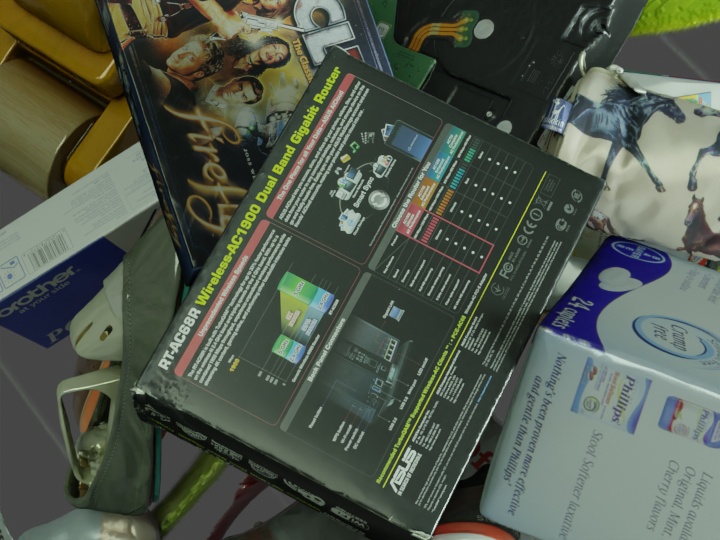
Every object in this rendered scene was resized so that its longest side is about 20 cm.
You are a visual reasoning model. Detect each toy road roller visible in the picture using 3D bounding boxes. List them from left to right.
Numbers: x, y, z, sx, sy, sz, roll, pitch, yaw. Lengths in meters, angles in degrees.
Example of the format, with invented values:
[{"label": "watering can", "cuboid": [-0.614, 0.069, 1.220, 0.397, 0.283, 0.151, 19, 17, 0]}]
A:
[{"label": "toy road roller", "cuboid": [-0.177, -0.151, 1.001, 0.123, 0.146, 0.200, 32, 86, 22]}]

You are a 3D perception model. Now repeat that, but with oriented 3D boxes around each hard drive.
[{"label": "hard drive", "cuboid": [0.058, -0.144, 0.962, 0.200, 0.038, 0.140, 27, 83, 37]}]

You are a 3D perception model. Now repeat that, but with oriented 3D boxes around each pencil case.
[{"label": "pencil case", "cuboid": [0.194, -0.049, 0.847, 0.199, 0.078, 0.090, 15, 112, 13]}]

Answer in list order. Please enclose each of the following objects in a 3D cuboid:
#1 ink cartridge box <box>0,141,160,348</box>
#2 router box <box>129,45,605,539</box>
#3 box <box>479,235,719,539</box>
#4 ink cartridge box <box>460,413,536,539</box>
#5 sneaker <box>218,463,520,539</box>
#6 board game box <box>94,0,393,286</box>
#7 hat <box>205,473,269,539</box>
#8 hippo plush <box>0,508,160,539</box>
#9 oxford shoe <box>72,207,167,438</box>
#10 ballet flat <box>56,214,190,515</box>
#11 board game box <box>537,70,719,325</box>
[{"label": "ink cartridge box", "cuboid": [-0.138, -0.029, 0.984, 0.199, 0.094, 0.044, -31, 69, 7]}, {"label": "router box", "cuboid": [0.005, 0.014, 0.761, 0.149, 0.062, 0.201, 28, 71, 5]}, {"label": "box", "cuboid": [0.183, 0.079, 0.789, 0.199, 0.184, 0.105, 21, 111, 13]}, {"label": "ink cartridge box", "cuboid": [0.046, 0.190, 0.856, 0.146, 0.086, 0.200, 43, 91, 23]}, {"label": "sneaker", "cuboid": [-0.010, 0.141, 0.817, 0.199, 0.077, 0.082, -9, 43, 16]}, {"label": "board game box", "cuboid": [-0.056, -0.107, 0.840, 0.135, 0.035, 0.201, -17, 80, -17]}, {"label": "hat", "cuboid": [0.000, 0.068, 0.908, 0.199, 0.176, 0.166, 4, 52, 21]}, {"label": "hippo plush", "cuboid": [-0.197, 0.185, 0.906, 0.159, 0.161, 0.200, -43, 68, 2]}, {"label": "oxford shoe", "cuboid": [-0.129, 0.017, 0.949, 0.073, 0.071, 0.201, 50, 121, 42]}, {"label": "ballet flat", "cuboid": [-0.132, 0.054, 0.880, 0.063, 0.201, 0.068, 4, 32, -13]}, {"label": "board game box", "cuboid": [0.184, -0.032, 0.920, 0.199, 0.040, 0.154, 10, 78, 19]}]
